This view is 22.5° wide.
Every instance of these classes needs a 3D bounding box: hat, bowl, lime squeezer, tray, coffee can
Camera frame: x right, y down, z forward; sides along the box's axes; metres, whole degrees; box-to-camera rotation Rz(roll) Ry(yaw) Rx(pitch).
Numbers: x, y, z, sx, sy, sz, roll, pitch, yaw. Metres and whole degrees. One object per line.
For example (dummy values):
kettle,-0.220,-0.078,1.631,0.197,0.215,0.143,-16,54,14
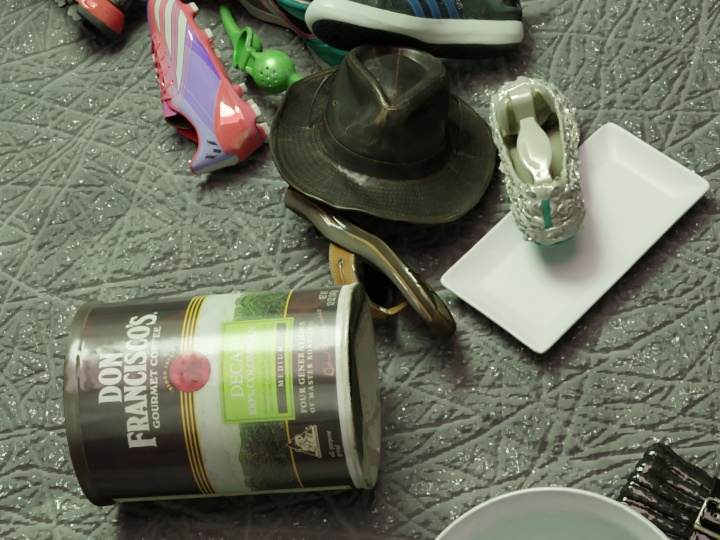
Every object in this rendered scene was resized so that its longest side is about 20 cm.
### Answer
hat,0.026,-0.126,1.417,0.200,0.081,0.201,9,41,-8
bowl,0.127,0.244,1.148,0.200,0.090,0.202,-6,70,16
lime squeezer,-0.076,-0.182,1.529,0.071,0.038,0.200,-23,48,-38
tray,0.166,-0.024,1.389,0.200,0.022,0.107,-43,57,-18
coffee can,-0.094,0.088,1.286,0.199,0.147,0.147,-5,54,8

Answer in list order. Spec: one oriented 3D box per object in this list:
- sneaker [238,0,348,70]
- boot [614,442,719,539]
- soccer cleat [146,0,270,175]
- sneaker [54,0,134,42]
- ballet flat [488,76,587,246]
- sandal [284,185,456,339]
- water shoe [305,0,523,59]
sneaker,-0.058,-0.252,1.538,0.084,0.121,0.200,-38,56,-16
boot,0.264,0.153,1.207,0.158,0.080,0.211,28,65,27
soccer cleat,-0.147,-0.163,1.530,0.076,0.067,0.200,-31,57,-5
sneaker,-0.258,-0.293,1.628,0.098,0.071,0.200,-49,59,3
ballet flat,0.137,-0.103,1.402,0.071,0.072,0.200,-12,41,3
sandal,0.000,0.000,1.376,0.200,0.082,0.055,39,90,34
water shoe,0.041,-0.219,1.478,0.199,0.071,0.079,2,80,-32
